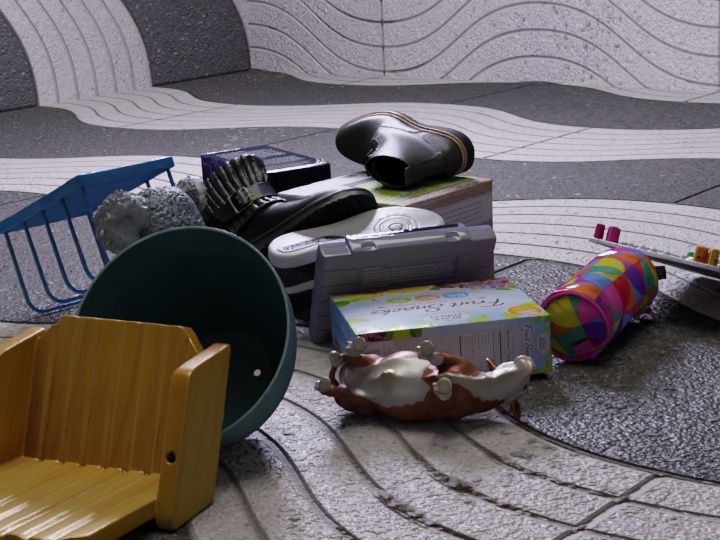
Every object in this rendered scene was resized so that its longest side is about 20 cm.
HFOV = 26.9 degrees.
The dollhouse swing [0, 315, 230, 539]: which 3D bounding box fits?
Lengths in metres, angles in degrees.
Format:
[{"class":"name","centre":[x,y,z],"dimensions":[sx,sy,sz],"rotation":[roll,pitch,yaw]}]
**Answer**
[{"class":"dollhouse swing","centre":[-0.239,0.124,1.187],"dimensions":[0.199,0.183,0.176],"rotation":[4,-4,25]}]

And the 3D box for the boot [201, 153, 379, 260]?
[{"class":"boot","centre":[-0.091,-0.077,1.750],"dimensions":[0.210,0.080,0.158],"rotation":[-25,47,7]}]

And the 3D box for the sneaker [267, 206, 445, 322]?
[{"class":"sneaker","centre":[0.000,0.000,1.687],"dimensions":[0.199,0.112,0.073],"rotation":[-10,33,-5]}]

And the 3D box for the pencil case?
[{"class":"pencil case","centre":[0.259,0.035,1.604],"dimensions":[0.088,0.089,0.200],"rotation":[5,17,29]}]

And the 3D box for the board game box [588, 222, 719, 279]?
[{"class":"board game box","centre":[0.397,-0.009,1.724],"dimensions":[0.199,0.026,0.200],"rotation":[14,2,-36]}]

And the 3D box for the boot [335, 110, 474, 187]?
[{"class":"boot","centre":[0.021,-0.147,1.855],"dimensions":[0.199,0.078,0.138],"rotation":[6,19,37]}]

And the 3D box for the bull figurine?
[{"class":"bull figurine","centre":[0.057,0.102,1.371],"dimensions":[0.199,0.065,0.121],"rotation":[-5,-21,21]}]

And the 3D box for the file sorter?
[{"class":"file sorter","centre":[-0.313,-0.039,1.793],"dimensions":[0.138,0.123,0.200],"rotation":[-18,-3,-44]}]

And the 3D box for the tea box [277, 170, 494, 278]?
[{"class":"tea box","centre":[0.033,-0.041,1.842],"dimensions":[0.196,0.134,0.200],"rotation":[8,17,35]}]

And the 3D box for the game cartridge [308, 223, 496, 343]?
[{"class":"game cartridge","centre":[0.045,0.012,1.646],"dimensions":[0.199,0.130,0.038],"rotation":[-6,37,-17]}]

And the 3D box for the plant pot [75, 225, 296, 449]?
[{"class":"plant pot","centre":[-0.141,0.078,1.347],"dimensions":[0.199,0.201,0.135],"rotation":[1,-20,15]}]

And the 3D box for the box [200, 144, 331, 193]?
[{"class":"box","centre":[-0.125,-0.080,2.008],"dimensions":[0.104,0.149,0.200],"rotation":[-11,15,-28]}]

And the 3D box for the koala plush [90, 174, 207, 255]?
[{"class":"koala plush","centre":[-0.209,0.004,1.569],"dimensions":[0.183,0.201,0.177],"rotation":[7,17,34]}]

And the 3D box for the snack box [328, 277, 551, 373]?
[{"class":"snack box","centre":[0.079,0.064,1.549],"dimensions":[0.199,0.068,0.169],"rotation":[-7,14,-8]}]
